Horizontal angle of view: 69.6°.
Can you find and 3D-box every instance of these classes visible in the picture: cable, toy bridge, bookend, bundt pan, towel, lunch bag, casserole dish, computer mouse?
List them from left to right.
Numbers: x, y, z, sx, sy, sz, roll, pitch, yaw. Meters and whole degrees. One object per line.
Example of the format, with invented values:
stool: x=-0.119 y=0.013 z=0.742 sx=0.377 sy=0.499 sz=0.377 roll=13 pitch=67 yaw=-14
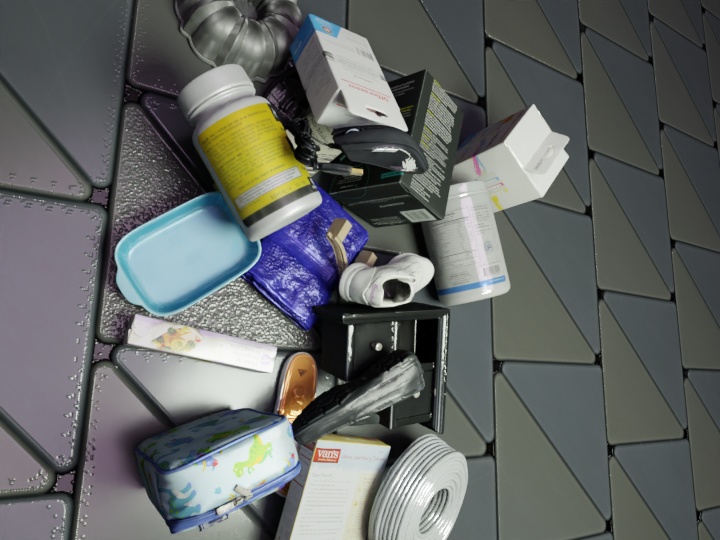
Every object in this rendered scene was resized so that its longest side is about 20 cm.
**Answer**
casserole dish: x=-0.231 y=-0.024 z=0.703 sx=0.200 sy=0.039 sz=0.122 roll=-34 pitch=100 yaw=-23
lunch bag: x=-0.169 y=0.223 z=0.615 sx=0.160 sy=0.200 sz=0.083 roll=-16 pitch=91 yaw=-34
bundt pan: x=-0.176 y=-0.401 z=0.799 sx=0.201 sy=0.076 sz=0.203 roll=6 pitch=79 yaw=-32
towel: x=-0.079 y=-0.028 z=0.807 sx=0.148 sy=0.049 sz=0.201 roll=43 pitch=62 yaw=-20
toy bridge: x=0.000 y=0.000 z=0.822 sx=0.200 sy=0.027 sz=0.067 roll=48 pitch=64 yaw=-44
computer mouse: x=0.007 y=-0.158 z=0.663 sx=0.199 sy=0.046 sz=0.141 roll=11 pitch=32 yaw=-14
bookend: x=0.030 y=0.153 z=0.794 sx=0.199 sy=0.092 sz=0.200 roll=1 pitch=93 yaw=-33
cable: x=0.091 y=0.356 z=0.791 sx=0.199 sy=0.069 sz=0.201 roll=-26 pitch=124 yaw=-41

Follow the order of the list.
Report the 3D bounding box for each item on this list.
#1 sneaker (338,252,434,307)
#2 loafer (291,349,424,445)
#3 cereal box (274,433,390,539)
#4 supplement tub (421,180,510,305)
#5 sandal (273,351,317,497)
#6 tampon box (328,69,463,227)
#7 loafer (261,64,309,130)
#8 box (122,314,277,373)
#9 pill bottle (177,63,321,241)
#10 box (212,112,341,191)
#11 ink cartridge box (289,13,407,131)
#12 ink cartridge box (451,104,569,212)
sneaker: x=0.062 y=0.024 z=0.801 sx=0.199 sy=0.099 sz=0.075 roll=-13 pitch=114 yaw=-45
loafer: x=0.001 y=0.182 z=0.703 sx=0.200 sy=0.068 sz=0.071 roll=-28 pitch=104 yaw=-15
cereal box: x=-0.042 y=0.336 z=0.735 sx=0.143 sy=0.039 sz=0.201 roll=21 pitch=82 yaw=-39
supplement tub: x=0.184 y=-0.046 z=0.929 sx=0.131 sy=0.132 sz=0.201 roll=-11 pitch=86 yaw=-33
sandal: x=-0.091 y=0.222 z=0.749 sx=0.079 sy=0.059 sz=0.208 roll=11 pitch=76 yaw=-30
tampon box: x=0.063 y=-0.192 z=0.852 sx=0.126 sy=0.149 sz=0.201 roll=32 pitch=66 yaw=-44
loafer: x=-0.098 y=-0.300 z=0.836 sx=0.072 sy=0.063 sz=0.201 roll=41 pitch=62 yaw=-19
box: x=-0.213 y=0.102 z=0.704 sx=0.199 sy=0.041 sz=0.039 roll=19 pitch=72 yaw=-29
pill bottle: x=-0.144 y=-0.150 z=0.670 sx=0.114 sy=0.114 sz=0.201 roll=-32 pitch=97 yaw=-32
box: x=-0.120 y=-0.160 z=0.794 sx=0.200 sy=0.068 sz=0.082 roll=-46 pitch=104 yaw=-29
ink cartridge box: x=-0.020 y=-0.268 z=0.761 sx=0.115 sy=0.067 sz=0.201 roll=5 pitch=55 yaw=-40
ink cartridge box: x=0.275 y=-0.203 z=0.973 sx=0.125 sy=0.200 sz=0.129 roll=48 pitch=60 yaw=-16
